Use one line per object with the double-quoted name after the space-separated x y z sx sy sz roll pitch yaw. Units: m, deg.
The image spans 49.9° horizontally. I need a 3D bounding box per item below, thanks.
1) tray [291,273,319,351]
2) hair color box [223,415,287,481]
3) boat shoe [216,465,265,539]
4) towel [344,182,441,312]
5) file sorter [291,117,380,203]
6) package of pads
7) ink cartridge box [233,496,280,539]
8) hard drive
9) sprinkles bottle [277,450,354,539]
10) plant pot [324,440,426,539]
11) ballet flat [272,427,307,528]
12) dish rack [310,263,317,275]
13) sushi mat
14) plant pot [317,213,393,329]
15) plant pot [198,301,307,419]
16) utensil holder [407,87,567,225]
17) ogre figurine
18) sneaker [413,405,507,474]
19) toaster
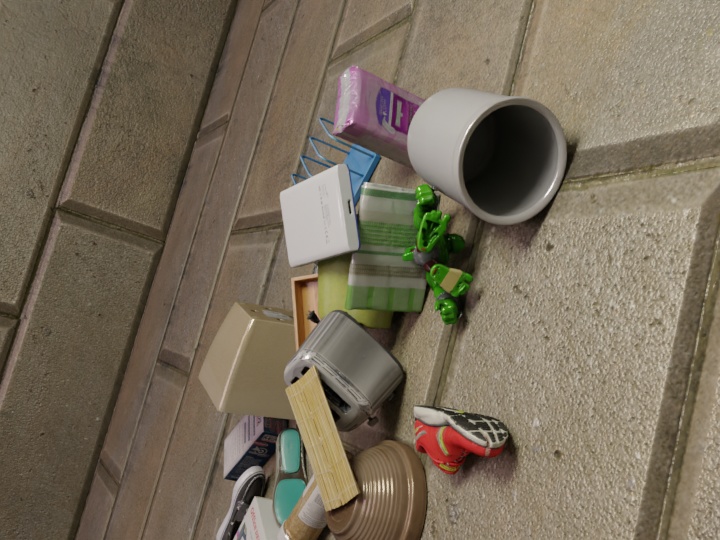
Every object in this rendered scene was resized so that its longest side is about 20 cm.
-0.074 0.109 1.451 0.097 0.037 0.203 -9 81 26 "tray"
-0.228 0.362 1.669 0.201 0.060 0.101 -52 32 36 "hair color box"
-0.238 0.503 1.597 0.066 0.069 0.202 36 104 45 "boat shoe"
0.049 -0.034 1.246 0.031 0.147 0.203 27 110 61 "towel"
-0.069 -0.205 1.667 0.202 0.121 0.139 -61 27 21 "file sorter"
0.045 -0.271 1.398 0.075 0.198 0.122 -16 61 53 "package of pads"
-0.187 0.549 1.437 0.202 0.087 0.146 -62 27 15 "ink cartridge box"
-0.070 -0.084 1.264 0.199 0.025 0.134 -13 84 57 "hard drive"
-0.072 0.399 1.330 0.202 0.067 0.068 -60 28 20 "sprinkles bottle"
0.008 0.355 1.176 0.201 0.092 0.203 -41 39 46 "plant pot"
-0.132 0.400 1.473 0.064 0.066 0.202 97 173 -52 "ballet flat"
-0.062 0.052 1.561 0.199 0.054 0.156 -3 70 65 "dish rack"
-0.059 0.253 1.164 0.096 0.012 0.202 -39 65 44 "sushi mat"
0.000 0.000 1.344 0.200 0.198 0.187 11 94 64 "plant pot"
-0.191 0.171 1.542 0.200 0.197 0.180 26 104 64 "plant pot"
0.172 -0.174 1.119 0.172 0.168 0.200 -66 25 9 "utensil holder"
0.113 -0.031 1.183 0.097 0.201 0.120 -32 10 4 "ogre figurine"
0.134 0.235 1.049 0.200 0.076 0.086 174 101 -69 "sneaker"
-0.034 0.160 1.249 0.114 0.200 0.129 -44 3 41 "toaster"
